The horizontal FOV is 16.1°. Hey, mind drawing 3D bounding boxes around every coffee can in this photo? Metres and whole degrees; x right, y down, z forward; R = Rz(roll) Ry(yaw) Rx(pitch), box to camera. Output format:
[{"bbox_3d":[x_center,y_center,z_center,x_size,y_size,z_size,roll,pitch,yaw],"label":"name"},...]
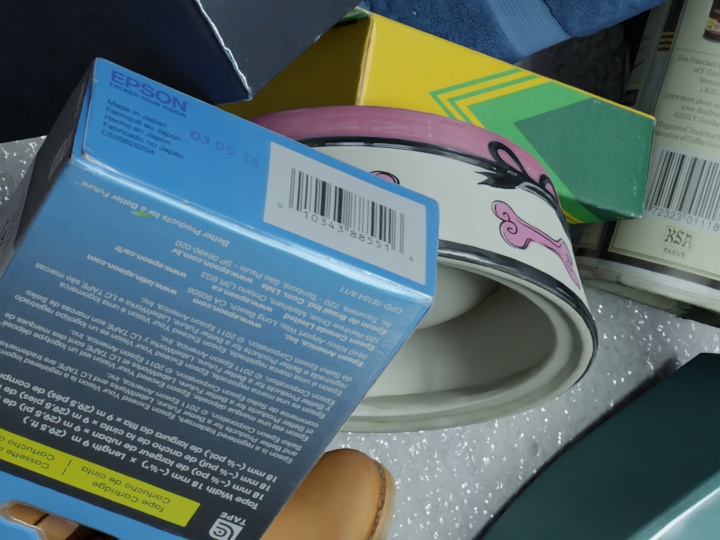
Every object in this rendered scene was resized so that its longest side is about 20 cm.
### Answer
[{"bbox_3d":[0.194,-0.072,1.187,0.146,0.146,0.200,18,89,-37],"label":"coffee can"}]

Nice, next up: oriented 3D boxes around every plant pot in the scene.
[{"bbox_3d":[0.153,0.148,1.218,0.200,0.141,0.142,-27,104,-27],"label":"plant pot"}]

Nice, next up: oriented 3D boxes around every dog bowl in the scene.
[{"bbox_3d":[0.000,0.000,1.073,0.200,0.200,0.074,21,60,-36],"label":"dog bowl"}]

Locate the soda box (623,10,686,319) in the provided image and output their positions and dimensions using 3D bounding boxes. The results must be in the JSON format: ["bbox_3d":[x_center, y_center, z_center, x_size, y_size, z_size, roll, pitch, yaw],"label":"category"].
[{"bbox_3d":[0.189,-0.079,1.304,0.071,0.063,0.200,-16,98,-39],"label":"soda box"}]

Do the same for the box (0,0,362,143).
[{"bbox_3d":[-0.069,-0.159,1.014,0.197,0.200,0.124,-42,112,-32],"label":"box"}]

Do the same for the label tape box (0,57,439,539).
[{"bbox_3d":[-0.080,0.031,0.966,0.144,0.200,0.063,23,39,-17],"label":"label tape box"}]

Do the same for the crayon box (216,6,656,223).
[{"bbox_3d":[0.015,-0.065,1.124,0.200,0.126,0.052,17,77,-36],"label":"crayon box"}]

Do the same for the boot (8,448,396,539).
[{"bbox_3d":[-0.085,0.100,1.071,0.200,0.077,0.155,-39,114,-21],"label":"boot"}]

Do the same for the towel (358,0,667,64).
[{"bbox_3d":[0.072,-0.150,1.134,0.112,0.200,0.049,61,25,-19],"label":"towel"}]
